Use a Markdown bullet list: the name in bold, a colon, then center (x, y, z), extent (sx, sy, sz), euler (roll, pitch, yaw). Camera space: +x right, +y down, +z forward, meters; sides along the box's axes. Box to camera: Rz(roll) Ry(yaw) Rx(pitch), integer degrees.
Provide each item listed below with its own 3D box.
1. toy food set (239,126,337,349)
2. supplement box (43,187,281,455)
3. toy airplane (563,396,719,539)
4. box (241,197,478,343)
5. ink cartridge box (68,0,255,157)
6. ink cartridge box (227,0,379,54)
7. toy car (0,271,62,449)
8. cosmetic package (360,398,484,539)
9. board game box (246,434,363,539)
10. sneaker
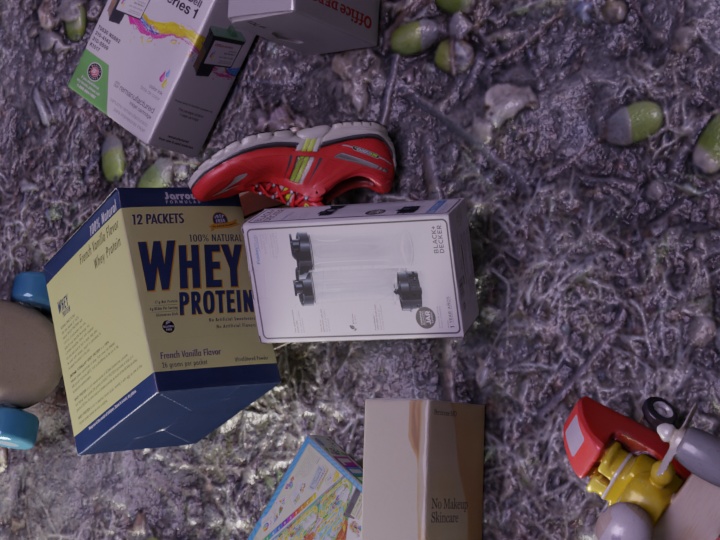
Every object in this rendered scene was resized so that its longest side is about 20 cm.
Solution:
- **toy food set**: center (-0.089, -0.022, 1.625), extent (0.143, 0.060, 0.202), euler (-24, 70, 31)
- **supplement box**: center (-0.197, 0.050, 1.611), extent (0.200, 0.133, 0.202), euler (-37, 62, 51)
- **toy airplane**: center (0.242, 0.201, 1.300), extent (0.198, 0.140, 0.202), euler (-2, 99, 46)
- **box**: center (0.000, 0.000, 1.501), extent (0.198, 0.060, 0.118), euler (-4, 106, 19)
- **ink cartridge box**: center (-0.195, -0.242, 1.719), extent (0.144, 0.084, 0.201), euler (35, 103, 34)
- **ink cartridge box**: center (-0.049, -0.323, 1.586), extent (0.085, 0.146, 0.202), euler (-2, 82, 33)
- **toy car**: center (-0.430, 0.098, 1.827), extent (0.200, 0.175, 0.186), euler (-25, 52, 61)
- **cosmetic package**: center (0.055, 0.215, 1.461), extent (0.070, 0.105, 0.202), euler (-2, 83, 34)
- **board game box**: center (-0.046, 0.276, 1.567), extent (0.134, 0.034, 0.201), euler (39, 106, 33)
- **sneaker**: center (-0.061, -0.086, 1.557), extent (0.198, 0.077, 0.086), euler (-12, 79, -6)
